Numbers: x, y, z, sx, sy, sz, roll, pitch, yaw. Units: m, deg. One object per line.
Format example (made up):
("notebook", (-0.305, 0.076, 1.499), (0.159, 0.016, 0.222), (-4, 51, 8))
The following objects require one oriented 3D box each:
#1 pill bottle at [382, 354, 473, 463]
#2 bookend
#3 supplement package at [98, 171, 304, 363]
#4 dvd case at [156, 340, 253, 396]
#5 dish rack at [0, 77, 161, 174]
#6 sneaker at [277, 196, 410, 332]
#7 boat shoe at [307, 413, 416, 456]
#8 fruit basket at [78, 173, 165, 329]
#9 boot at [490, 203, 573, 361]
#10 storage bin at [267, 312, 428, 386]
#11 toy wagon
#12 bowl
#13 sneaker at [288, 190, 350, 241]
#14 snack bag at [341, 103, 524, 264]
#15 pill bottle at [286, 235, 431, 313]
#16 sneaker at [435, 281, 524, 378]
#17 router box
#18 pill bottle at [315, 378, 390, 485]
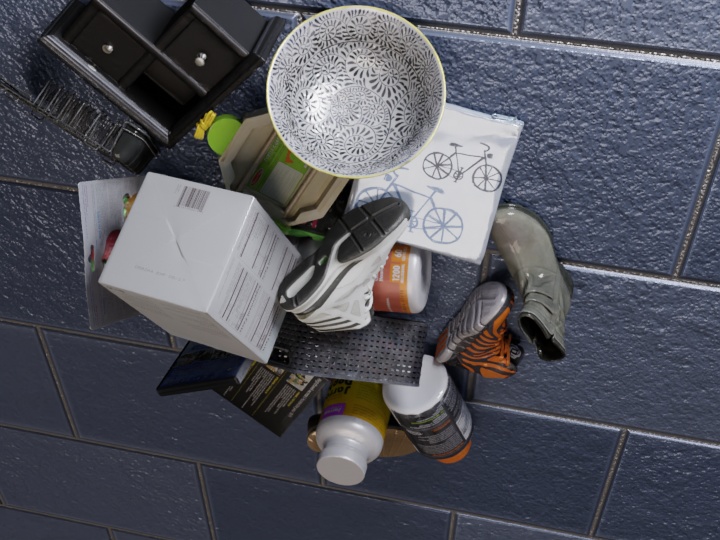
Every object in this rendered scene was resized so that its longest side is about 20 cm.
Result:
("pill bottle", (0.113, 0.224, 1.506), (0.106, 0.106, 0.200), (-5, 142, 22))
("bookend", (-0.230, -0.278, 1.130), (0.199, 0.092, 0.200), (41, 131, -22))
("supplement package", (-0.187, 0.000, 1.200), (0.151, 0.151, 0.200), (14, 163, 21))
("dvd case", (-0.200, 0.108, 1.430), (0.142, 0.200, 0.018), (-12, 120, 27))
("dish rack", (-0.359, -0.192, 1.237), (0.200, 0.055, 0.153), (31, 175, -4))
("sneaker", (0.000, 0.000, 1.232), (0.200, 0.076, 0.115), (-41, 134, 6))
("boat shoe", (0.008, 0.267, 1.623), (0.199, 0.065, 0.072), (2, 129, -12))
("fruit basket", (-0.310, -0.030, 1.280), (0.094, 0.200, 0.186), (1, 99, 25))
("boot", (0.222, 0.017, 1.256), (0.068, 0.131, 0.200), (-20, 125, 32))
("storage bin", (-0.020, 0.102, 1.364), (0.200, 0.094, 0.135), (11, 177, -28))
("toy wagon", (-0.111, -0.140, 1.188), (0.200, 0.040, 0.155), (28, 108, -24))
("bowl", (-0.006, -0.190, 1.114), (0.200, 0.201, 0.094), (16, 169, 2))
("sneaker", (-0.057, -0.088, 1.278), (0.199, 0.077, 0.084), (-1, 126, 7))
("snack bag", (0.085, -0.119, 1.204), (0.188, 0.021, 0.200), (16, 114, 3))
("pill bottle", (-0.009, -0.003, 1.322), (0.199, 0.112, 0.112), (3, 135, 13))
("sneaker", (0.195, 0.088, 1.388), (0.112, 0.078, 0.200), (21, 147, -10))
("router box", (-0.142, 0.168, 1.558), (0.149, 0.051, 0.200), (36, 135, -3))
("pill bottle", (-0.008, 0.224, 1.485), (0.104, 0.200, 0.104), (8, 135, 8))
